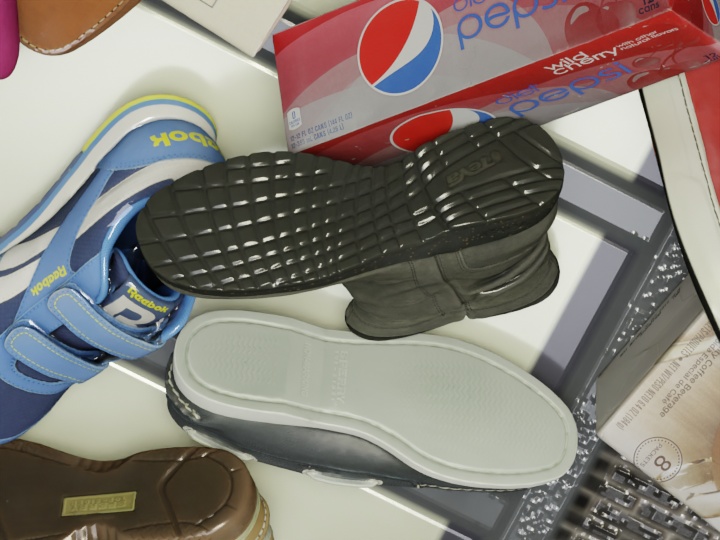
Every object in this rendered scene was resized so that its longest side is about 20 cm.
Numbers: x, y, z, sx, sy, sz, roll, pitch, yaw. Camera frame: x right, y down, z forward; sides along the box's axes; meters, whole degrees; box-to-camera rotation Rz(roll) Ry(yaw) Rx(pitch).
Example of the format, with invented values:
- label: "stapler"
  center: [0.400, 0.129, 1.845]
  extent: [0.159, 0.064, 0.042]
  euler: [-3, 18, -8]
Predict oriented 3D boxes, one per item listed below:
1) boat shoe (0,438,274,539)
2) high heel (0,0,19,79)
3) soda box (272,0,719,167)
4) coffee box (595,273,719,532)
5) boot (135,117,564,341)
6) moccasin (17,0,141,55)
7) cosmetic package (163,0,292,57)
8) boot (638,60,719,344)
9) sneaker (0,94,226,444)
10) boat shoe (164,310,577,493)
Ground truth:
- label: "boat shoe"
  center: [-0.139, 0.130, 1.369]
  extent: [0.199, 0.072, 0.076]
  euler: [2, 148, 19]
- label: "high heel"
  center: [-0.154, -0.186, 1.182]
  extent: [0.096, 0.067, 0.201]
  euler: [-16, 101, 4]
- label: "soda box"
  center: [0.061, -0.101, 1.246]
  extent: [0.199, 0.070, 0.064]
  euler: [-20, 67, 27]
- label: "coffee box"
  center: [0.222, 0.084, 1.323]
  extent: [0.200, 0.080, 0.114]
  euler: [37, 106, -7]
- label: "boot"
  center: [0.000, 0.000, 1.279]
  extent: [0.199, 0.131, 0.068]
  euler: [-10, 62, -6]
- label: "moccasin"
  center: [-0.088, -0.164, 1.188]
  extent: [0.074, 0.078, 0.201]
  euler: [44, 119, -12]
- label: "cosmetic package"
  center: [-0.101, -0.198, 1.260]
  extent: [0.200, 0.071, 0.105]
  euler: [33, 116, -6]
- label: "boot"
  center: [0.203, -0.055, 1.242]
  extent: [0.144, 0.201, 0.072]
  euler: [-13, 150, 6]
- label: "sneaker"
  center: [-0.130, 0.012, 1.315]
  extent: [0.074, 0.082, 0.200]
  euler: [22, 113, -40]
- label: "boat shoe"
  center: [0.004, 0.069, 1.345]
  extent: [0.199, 0.076, 0.060]
  euler: [17, 149, -1]
